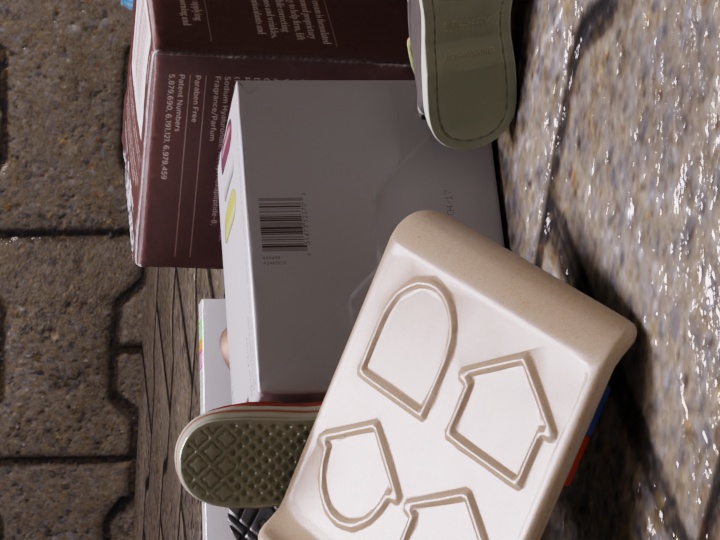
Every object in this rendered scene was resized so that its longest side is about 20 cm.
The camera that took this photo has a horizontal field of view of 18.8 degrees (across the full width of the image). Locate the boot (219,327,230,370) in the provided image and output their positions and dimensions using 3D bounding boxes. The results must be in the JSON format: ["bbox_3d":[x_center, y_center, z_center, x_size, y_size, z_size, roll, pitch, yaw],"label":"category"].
[{"bbox_3d":[0.013,0.081,1.431,0.154,0.200,0.074,-32,14,37],"label":"boot"}]

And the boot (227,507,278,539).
[{"bbox_3d":[-0.003,0.222,1.320,0.201,0.069,0.132,58,174,31],"label":"boot"}]

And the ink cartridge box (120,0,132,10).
[{"bbox_3d":[-0.172,-0.373,2.265,0.145,0.146,0.202,-137,47,-76],"label":"ink cartridge box"}]

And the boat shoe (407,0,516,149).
[{"bbox_3d":[0.057,-0.168,1.210,0.061,0.071,0.202,-111,20,-53],"label":"boat shoe"}]

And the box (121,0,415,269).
[{"bbox_3d":[-0.055,-0.109,1.460,0.166,0.198,0.165,-103,19,-56],"label":"box"}]

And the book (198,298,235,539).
[{"bbox_3d":[-0.059,0.123,1.687,0.048,0.132,0.202,131,138,-74],"label":"book"}]

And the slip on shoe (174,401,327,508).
[{"bbox_3d":[-0.004,0.102,1.198,0.061,0.198,0.075,-130,44,-79],"label":"slip on shoe"}]

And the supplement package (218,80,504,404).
[{"bbox_3d":[0.000,0.000,1.295,0.111,0.154,0.201,109,158,-62],"label":"supplement package"}]

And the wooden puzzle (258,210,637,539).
[{"bbox_3d":[0.046,0.088,1.089,0.185,0.046,0.201,33,98,51],"label":"wooden puzzle"}]
